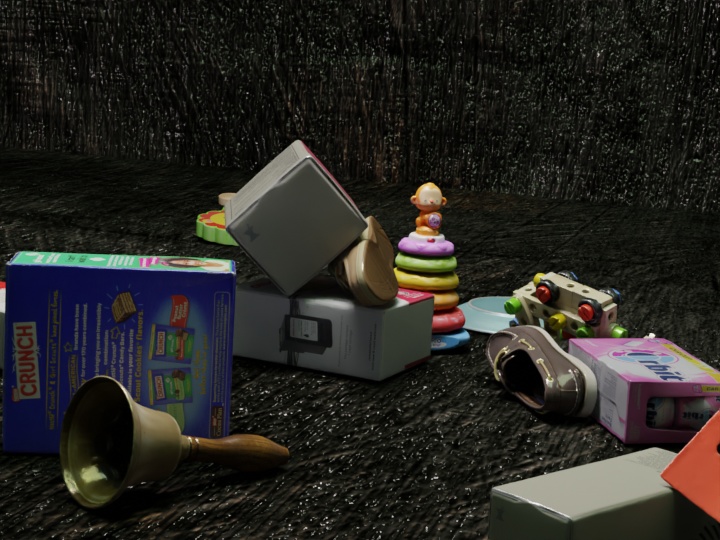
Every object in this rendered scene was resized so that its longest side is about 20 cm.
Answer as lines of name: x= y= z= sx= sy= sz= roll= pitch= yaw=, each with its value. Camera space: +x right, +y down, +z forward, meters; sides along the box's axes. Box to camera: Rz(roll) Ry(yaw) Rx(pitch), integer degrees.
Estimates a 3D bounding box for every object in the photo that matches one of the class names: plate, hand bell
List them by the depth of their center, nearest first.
hand bell: x=-0.139 y=0.148 z=1.200 sx=0.199 sy=0.105 sz=0.104 roll=10 pitch=3 yaw=-44
plate: x=0.213 y=0.060 z=1.955 sx=0.199 sy=0.026 sz=0.200 roll=4 pitch=9 yaw=-1

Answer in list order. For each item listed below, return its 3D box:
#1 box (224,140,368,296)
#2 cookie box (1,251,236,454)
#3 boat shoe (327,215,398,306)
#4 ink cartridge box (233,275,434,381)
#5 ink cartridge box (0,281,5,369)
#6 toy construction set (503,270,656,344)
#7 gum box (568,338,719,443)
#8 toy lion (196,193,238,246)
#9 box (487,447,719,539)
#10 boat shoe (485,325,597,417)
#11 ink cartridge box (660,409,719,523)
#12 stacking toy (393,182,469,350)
box: x=-0.079 y=-0.065 z=1.682 sx=0.128 sy=0.109 sz=0.200 roll=-41 pitch=12 yaw=3
cookie box: x=-0.215 y=0.074 z=1.286 sx=0.199 sy=0.172 sz=0.075 roll=3 pitch=7 yaw=-7
boat shoe: x=0.000 y=0.000 z=1.639 sx=0.064 sy=0.071 sz=0.200 roll=-29 pitch=14 yaw=11
ink cartridge box: x=-0.033 y=0.062 z=1.676 sx=0.199 sy=0.084 sz=0.145 roll=8 pitch=11 yaw=26
ink cartridge box: x=-0.386 y=0.062 z=1.595 sx=0.199 sy=0.068 sz=0.116 roll=10 pitch=11 yaw=33
toy construction set: x=0.247 y=0.071 z=1.651 sx=0.199 sy=0.132 sz=0.092 roll=15 pitch=31 yaw=29
gum box: x=0.298 y=0.123 z=1.490 sx=0.113 sy=0.067 sz=0.200 roll=1 pitch=10 yaw=-10
toy lion: x=-0.188 y=-0.081 z=2.540 sx=0.199 sy=0.069 sz=0.192 roll=4 pitch=17 yaw=-1
box: x=0.189 y=0.188 z=1.076 sx=0.199 sy=0.069 sz=0.082 roll=-5 pitch=13 yaw=-40
boat shoe: x=0.180 y=0.106 z=1.549 sx=0.059 sy=0.072 sz=0.200 roll=3 pitch=15 yaw=-23
ink cartridge box: x=0.344 y=0.146 z=1.036 sx=0.200 sy=0.047 sz=0.160 roll=35 pitch=59 yaw=27
stacking toy: x=0.081 y=-0.008 z=1.776 sx=0.115 sy=0.201 sz=0.110 roll=3 pitch=9 yaw=-9
